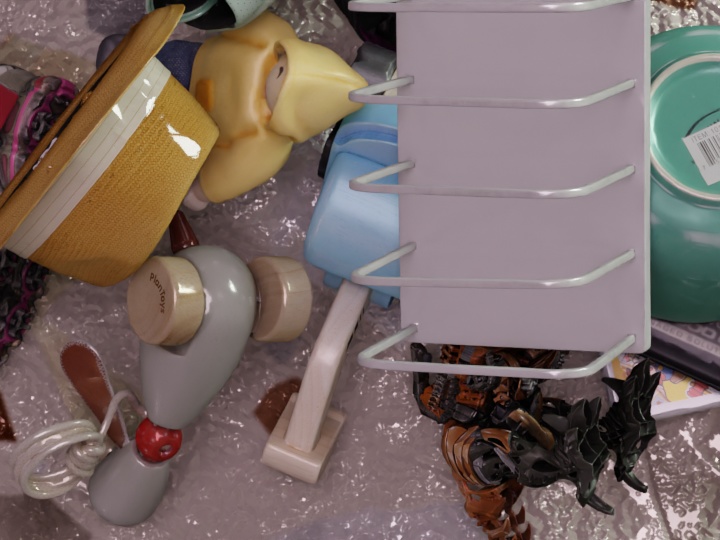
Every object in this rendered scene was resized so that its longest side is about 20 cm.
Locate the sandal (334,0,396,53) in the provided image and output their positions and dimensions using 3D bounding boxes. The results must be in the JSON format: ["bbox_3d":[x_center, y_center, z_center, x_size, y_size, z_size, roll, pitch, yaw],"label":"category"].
[{"bbox_3d":[0.021,-0.159,1.506,0.075,0.200,0.048,26,73,-5],"label":"sandal"}]

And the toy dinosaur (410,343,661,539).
[{"bbox_3d":[0.094,0.089,1.533,0.136,0.102,0.200,1,127,31],"label":"toy dinosaur"}]

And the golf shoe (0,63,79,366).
[{"bbox_3d":[-0.230,-0.024,1.580,0.092,0.073,0.200,13,82,29],"label":"golf shoe"}]

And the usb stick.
[{"bbox_3d":[0.184,0.030,1.538,0.200,0.033,0.056,24,79,6],"label":"usb stick"}]

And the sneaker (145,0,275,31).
[{"bbox_3d":[-0.100,-0.201,1.531,0.118,0.074,0.200,-42,39,-18],"label":"sneaker"}]

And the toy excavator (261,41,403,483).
[{"bbox_3d":[0.000,0.000,1.532,0.100,0.195,0.200,23,57,5],"label":"toy excavator"}]

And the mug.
[{"bbox_3d":[0.196,-0.074,1.495,0.152,0.114,0.185,17,72,4],"label":"mug"}]

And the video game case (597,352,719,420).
[{"bbox_3d":[0.217,-0.023,1.569,0.182,0.023,0.200,-12,83,2],"label":"video game case"}]

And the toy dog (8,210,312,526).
[{"bbox_3d":[-0.116,0.046,1.525,0.200,0.132,0.096,-44,49,18],"label":"toy dog"}]

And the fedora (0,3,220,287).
[{"bbox_3d":[-0.137,-0.052,1.459,0.082,0.201,0.201,38,87,-9],"label":"fedora"}]

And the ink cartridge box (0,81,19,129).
[{"bbox_3d":[-0.311,-0.050,1.543,0.146,0.083,0.200,24,84,40],"label":"ink cartridge box"}]

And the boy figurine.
[{"bbox_3d":[-0.075,-0.095,1.519,0.064,0.200,0.125,16,84,-39],"label":"boy figurine"}]

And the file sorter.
[{"bbox_3d":[0.070,-0.048,1.392,0.139,0.125,0.200,2,101,20],"label":"file sorter"}]
